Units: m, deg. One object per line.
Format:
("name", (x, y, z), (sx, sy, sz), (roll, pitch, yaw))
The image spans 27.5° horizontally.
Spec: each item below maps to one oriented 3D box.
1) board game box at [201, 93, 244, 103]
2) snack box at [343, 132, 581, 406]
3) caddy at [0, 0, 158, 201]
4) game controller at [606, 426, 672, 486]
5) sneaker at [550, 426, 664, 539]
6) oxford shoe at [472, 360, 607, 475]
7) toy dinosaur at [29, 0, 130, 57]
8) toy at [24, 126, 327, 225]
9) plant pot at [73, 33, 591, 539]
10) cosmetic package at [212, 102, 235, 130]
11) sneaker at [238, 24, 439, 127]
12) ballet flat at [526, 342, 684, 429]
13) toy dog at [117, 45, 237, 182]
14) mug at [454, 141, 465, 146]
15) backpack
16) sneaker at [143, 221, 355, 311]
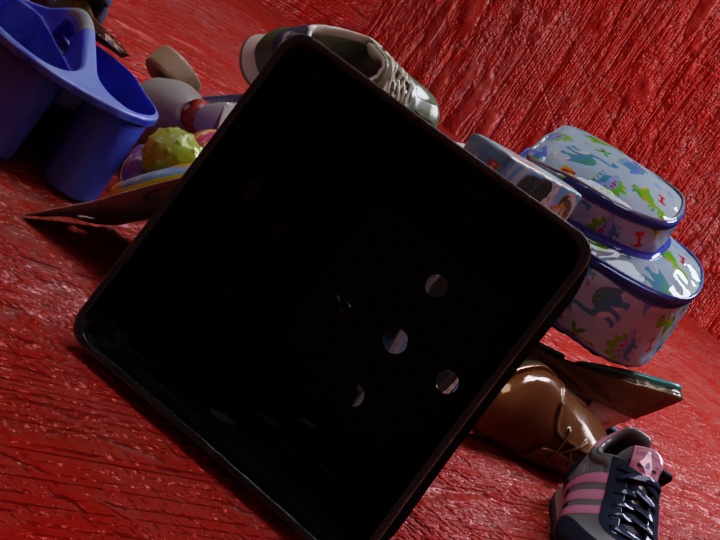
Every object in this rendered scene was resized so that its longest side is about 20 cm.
("board game box", (-0.045, -0.094, 1.261), (0.199, 0.062, 0.199), (24, -14, -27))
("snack box", (0.059, 0.014, 0.976), (0.037, 0.201, 0.116), (37, 11, 31))
("caddy", (-0.222, -0.138, 1.048), (0.141, 0.105, 0.200), (29, 11, -30))
("game controller", (0.200, 0.128, 1.345), (0.200, 0.042, 0.104), (41, 12, 29))
("sneaker", (0.177, 0.161, 1.008), (0.070, 0.082, 0.200), (33, 11, -6))
("oxford shoe", (0.147, 0.121, 1.139), (0.071, 0.071, 0.200), (46, 14, 35))
("toy dinosaur", (-0.266, -0.210, 1.228), (0.104, 0.182, 0.201), (10, 53, -23))
("toy", (-0.101, -0.068, 0.933), (0.198, 0.048, 0.115), (-8, -5, 21))
("plant pot", (0.002, 0.027, 0.815), (0.200, 0.200, 0.177), (37, 0, 19))
("cosmetic package", (-0.015, -0.054, 1.039), (0.199, 0.051, 0.083), (18, -18, -12))
("sneaker", (0.002, -0.155, 1.233), (0.199, 0.068, 0.090), (17, -14, -33))
("ballet flat", (0.175, 0.101, 1.258), (0.199, 0.073, 0.068), (19, -4, -5))
("toy dog", (-0.130, -0.102, 1.167), (0.096, 0.132, 0.200), (52, 3, -36))
("mug", (0.045, -0.074, 1.611), (0.152, 0.186, 0.150), (17, 50, -31))
("backpack", (0.198, -0.022, 1.264), (0.199, 0.147, 0.183), (36, 26, 10))
("sneaker", (-0.070, 0.001, 1.000), (0.199, 0.067, 0.091), (17, 21, -46))
